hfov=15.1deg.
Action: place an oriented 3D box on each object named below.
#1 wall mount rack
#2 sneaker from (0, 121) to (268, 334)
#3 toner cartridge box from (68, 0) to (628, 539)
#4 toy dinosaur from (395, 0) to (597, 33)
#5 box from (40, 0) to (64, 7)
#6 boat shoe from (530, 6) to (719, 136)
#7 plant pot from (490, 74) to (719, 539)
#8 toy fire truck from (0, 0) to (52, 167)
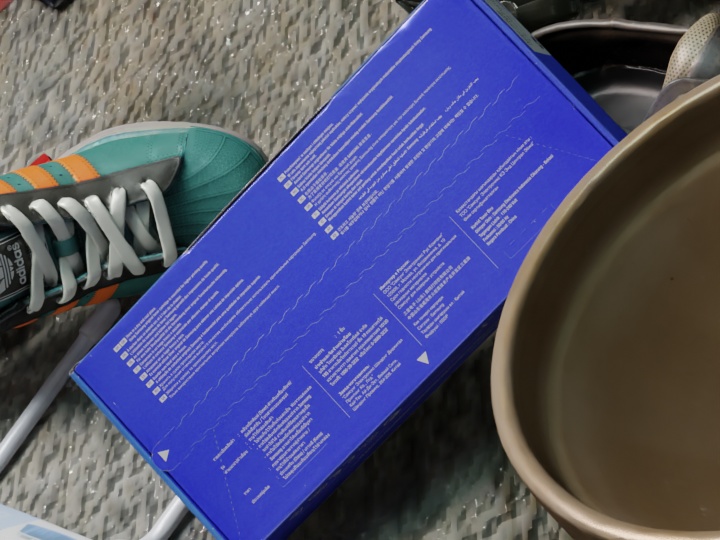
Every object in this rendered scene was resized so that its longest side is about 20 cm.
[{"bbox_3d":[-0.126,0.073,1.042,0.173,0.075,0.200,-16,21,-39],"label":"wall mount rack"},{"bbox_3d":[-0.131,-0.007,1.083,0.199,0.072,0.080,-13,18,2],"label":"sneaker"},{"bbox_3d":[0.000,0.000,0.952,0.200,0.043,0.095,-45,79,13],"label":"toner cartridge box"},{"bbox_3d":[0.083,-0.141,1.053,0.135,0.103,0.200,-13,-4,-24],"label":"toy dinosaur"},{"bbox_3d":[-0.201,-0.244,1.324,0.104,0.200,0.148,-47,36,-11],"label":"box"},{"bbox_3d":[0.129,-0.051,0.948,0.200,0.073,0.075,4,54,43],"label":"boat shoe"},{"bbox_3d":[0.147,0.028,0.835,0.200,0.093,0.201,-22,39,19],"label":"plant pot"},{"bbox_3d":[-0.188,-0.041,1.143,0.200,0.141,0.049,-40,24,-1],"label":"toy fire truck"}]
